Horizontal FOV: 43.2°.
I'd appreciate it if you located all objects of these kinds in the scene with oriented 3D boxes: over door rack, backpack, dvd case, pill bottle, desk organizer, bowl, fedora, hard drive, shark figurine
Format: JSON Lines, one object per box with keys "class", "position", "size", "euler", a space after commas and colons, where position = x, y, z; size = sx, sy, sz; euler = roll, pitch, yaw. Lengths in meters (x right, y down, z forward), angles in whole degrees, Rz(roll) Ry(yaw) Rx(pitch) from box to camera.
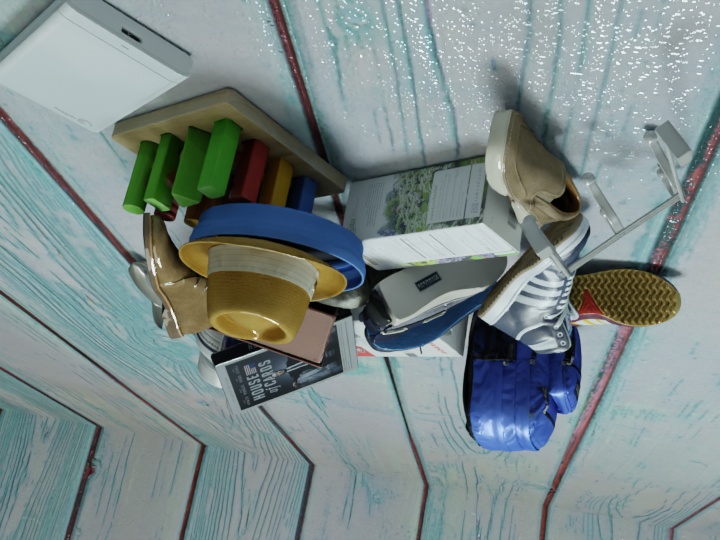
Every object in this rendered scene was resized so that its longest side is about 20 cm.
{"class": "over door rack", "position": [0.218, -0.066, 0.818], "size": [0.147, 0.067, 0.200], "euler": [-36, 164, 12]}
{"class": "backpack", "position": [0.230, 0.157, 1.307], "size": [0.165, 0.203, 0.163], "euler": [1, 156, 26]}
{"class": "dvd case", "position": [-0.101, 0.128, 1.277], "size": [0.197, 0.025, 0.151], "euler": [-20, 147, -10]}
{"class": "pill bottle", "position": [-0.171, 0.065, 1.282], "size": [0.109, 0.112, 0.202], "euler": [14, 121, -8]}
{"class": "desk organizer", "position": [-0.127, 0.043, 1.159], "size": [0.197, 0.072, 0.078], "euler": [19, 117, -2]}
{"class": "bowl", "position": [-0.089, -0.023, 1.008], "size": [0.197, 0.040, 0.201], "euler": [9, 164, 3]}
{"class": "fedora", "position": [-0.109, 0.028, 0.970], "size": [0.197, 0.083, 0.201], "euler": [9, 164, 3]}
{"class": "hard drive", "position": [-0.273, -0.202, 0.906], "size": [0.131, 0.027, 0.198], "euler": [27, 155, -35]}
{"class": "shark figurine", "position": [-0.298, 0.060, 1.507], "size": [0.212, 0.091, 0.128], "euler": [22, 158, -21]}

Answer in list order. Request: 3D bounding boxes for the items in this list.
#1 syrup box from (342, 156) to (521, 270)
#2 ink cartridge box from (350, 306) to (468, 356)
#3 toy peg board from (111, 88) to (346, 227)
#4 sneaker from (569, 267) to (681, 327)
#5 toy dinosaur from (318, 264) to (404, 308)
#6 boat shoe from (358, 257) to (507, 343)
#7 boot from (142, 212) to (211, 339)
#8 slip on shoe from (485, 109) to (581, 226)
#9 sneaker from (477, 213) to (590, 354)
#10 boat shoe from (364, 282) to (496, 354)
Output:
{"class": "syrup box", "position": [0.077, -0.059, 1.008], "size": [0.198, 0.080, 0.081], "euler": [-7, 153, 40]}
{"class": "ink cartridge box", "position": [0.042, 0.066, 1.338], "size": [0.197, 0.084, 0.146], "euler": [-3, 154, 34]}
{"class": "toy peg board", "position": [-0.156, -0.092, 1.025], "size": [0.198, 0.099, 0.198], "euler": [-6, 153, 39]}
{"class": "sneaker", "position": [0.303, 0.035, 1.159], "size": [0.196, 0.076, 0.090], "euler": [2, 178, 17]}
{"class": "toy dinosaur", "position": [0.000, 0.000, 1.126], "size": [0.103, 0.199, 0.077], "euler": [54, 147, 8]}
{"class": "boat shoe", "position": [0.084, 0.023, 1.114], "size": [0.198, 0.075, 0.093], "euler": [-20, 164, -27]}
{"class": "boot", "position": [-0.205, 0.002, 1.054], "size": [0.074, 0.074, 0.201], "euler": [-8, 142, -1]}
{"class": "slip on shoe", "position": [0.168, -0.093, 0.876], "size": [0.060, 0.077, 0.200], "euler": [8, 162, 24]}
{"class": "sneaker", "position": [0.231, 0.022, 1.060], "size": [0.108, 0.070, 0.200], "euler": [36, 136, -2]}
{"class": "boat shoe", "position": [0.092, 0.059, 1.190], "size": [0.197, 0.085, 0.069], "euler": [-19, 174, -21]}
